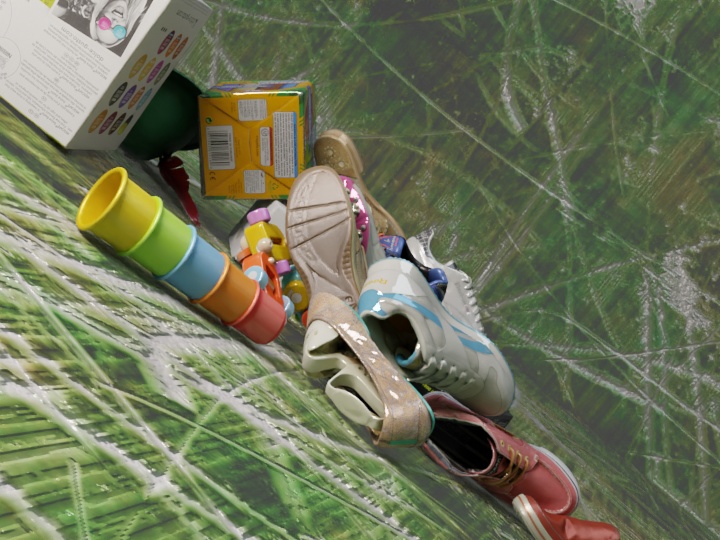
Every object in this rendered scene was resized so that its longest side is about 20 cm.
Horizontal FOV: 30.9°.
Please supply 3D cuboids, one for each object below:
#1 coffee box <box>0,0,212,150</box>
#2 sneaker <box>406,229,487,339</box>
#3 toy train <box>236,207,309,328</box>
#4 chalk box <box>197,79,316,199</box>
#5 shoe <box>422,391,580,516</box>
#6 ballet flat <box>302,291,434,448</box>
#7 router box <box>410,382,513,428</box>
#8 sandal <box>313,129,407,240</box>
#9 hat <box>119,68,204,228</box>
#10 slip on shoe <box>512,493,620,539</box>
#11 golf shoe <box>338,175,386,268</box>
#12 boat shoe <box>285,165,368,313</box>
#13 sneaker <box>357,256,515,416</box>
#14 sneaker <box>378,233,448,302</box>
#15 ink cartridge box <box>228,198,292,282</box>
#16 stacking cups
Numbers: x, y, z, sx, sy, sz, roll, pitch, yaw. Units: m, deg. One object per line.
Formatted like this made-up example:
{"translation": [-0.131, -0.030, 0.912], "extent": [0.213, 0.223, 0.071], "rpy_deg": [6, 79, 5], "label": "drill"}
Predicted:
{"translation": [-0.301, -0.261, 1.355], "extent": [0.199, 0.198, 0.200], "rpy_deg": [37, 6, 0], "label": "coffee box"}
{"translation": [0.111, 0.047, 1.552], "extent": [0.201, 0.080, 0.076], "rpy_deg": [52, -1, 3], "label": "sneaker"}
{"translation": [-0.083, 0.028, 1.291], "extent": [0.200, 0.055, 0.151], "rpy_deg": [50, 21, -54], "label": "toy train"}
{"translation": [-0.116, -0.163, 1.564], "extent": [0.123, 0.126, 0.200], "rpy_deg": [0, 15, 5], "label": "chalk box"}
{"translation": [0.138, 0.197, 1.314], "extent": [0.199, 0.072, 0.091], "rpy_deg": [34, 6, -3], "label": "shoe"}
{"translation": [-0.012, 0.088, 1.178], "extent": [0.067, 0.069, 0.200], "rpy_deg": [-13, 40, -32], "label": "ballet flat"}
{"translation": [0.087, 0.137, 1.484], "extent": [0.150, 0.062, 0.200], "rpy_deg": [42, 5, 16], "label": "router box"}
{"translation": [-0.010, -0.061, 1.572], "extent": [0.070, 0.077, 0.213], "rpy_deg": [-51, 122, -47], "label": "sandal"}
{"translation": [-0.274, -0.142, 1.574], "extent": [0.165, 0.177, 0.199], "rpy_deg": [36, -33, -24], "label": "hat"}
{"translation": [0.229, 0.275, 1.312], "extent": [0.199, 0.061, 0.074], "rpy_deg": [36, 7, -23], "label": "slip on shoe"}
{"translation": [0.000, 0.000, 1.380], "extent": [0.091, 0.075, 0.202], "rpy_deg": [10, 65, -65], "label": "golf shoe"}
{"translation": [-0.029, -0.004, 1.305], "extent": [0.065, 0.071, 0.202], "rpy_deg": [42, 37, -71], "label": "boat shoe"}
{"translation": [0.070, 0.082, 1.262], "extent": [0.200, 0.076, 0.081], "rpy_deg": [43, 41, -18], "label": "sneaker"}
{"translation": [0.014, -0.018, 1.442], "extent": [0.199, 0.079, 0.076], "rpy_deg": [32, 37, -12], "label": "sneaker"}
{"translation": [-0.053, 0.000, 1.547], "extent": [0.200, 0.084, 0.145], "rpy_deg": [38, 5, -14], "label": "ink cartridge box"}
{"translation": [-0.141, -0.002, 1.080], "extent": [0.200, 0.061, 0.061], "rpy_deg": [41, 3, -30], "label": "stacking cups"}
